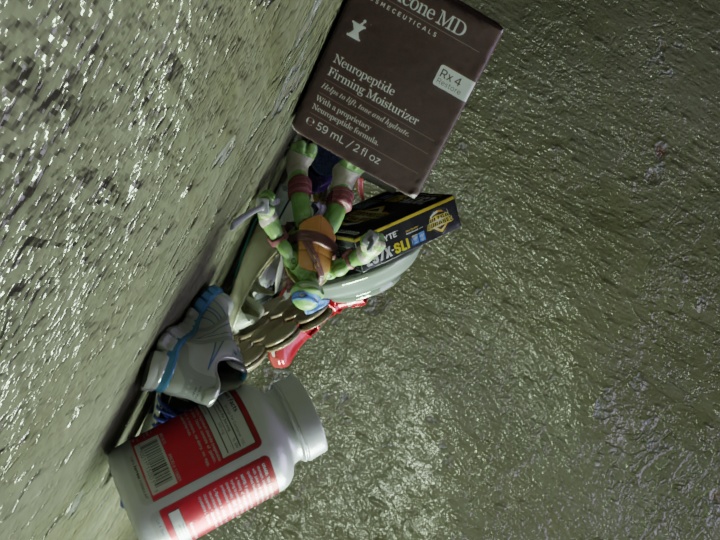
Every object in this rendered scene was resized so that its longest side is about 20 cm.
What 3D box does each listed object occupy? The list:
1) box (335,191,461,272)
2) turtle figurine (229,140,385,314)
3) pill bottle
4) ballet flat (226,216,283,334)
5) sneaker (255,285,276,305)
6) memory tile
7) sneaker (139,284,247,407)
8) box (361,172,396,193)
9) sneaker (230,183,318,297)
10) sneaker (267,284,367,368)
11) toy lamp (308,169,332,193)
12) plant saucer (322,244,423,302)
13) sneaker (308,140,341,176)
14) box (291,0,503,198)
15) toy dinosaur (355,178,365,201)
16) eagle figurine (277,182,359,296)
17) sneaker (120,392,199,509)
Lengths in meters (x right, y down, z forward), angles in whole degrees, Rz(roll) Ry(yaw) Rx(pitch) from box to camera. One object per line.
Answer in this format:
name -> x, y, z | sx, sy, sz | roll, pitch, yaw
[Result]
box -> 0.021, -0.058, 1.097 | 0.157, 0.051, 0.199 | -23, -165, -21
turtle figurine -> -0.043, -0.068, 0.922 | 0.202, 0.140, 0.198 | 69, 20, -54
pill bottle -> -0.137, 0.185, 0.791 | 0.197, 0.114, 0.112 | -24, 170, -18
ballet flat -> -0.143, 0.028, 1.030 | 0.203, 0.068, 0.070 | -62, -178, 23
sneaker -> -0.146, 0.038, 1.189 | 0.203, 0.080, 0.074 | -62, -178, 17
memory tile -> -0.127, 0.080, 1.034 | 0.152, 0.017, 0.199 | -35, -165, -22
sneaker -> -0.150, 0.083, 0.808 | 0.076, 0.085, 0.201 | -63, -176, 20
box -> 0.007, -0.194, 1.216 | 0.069, 0.081, 0.201 | -60, -154, 16
sneaker -> -0.122, -0.014, 1.097 | 0.203, 0.070, 0.073 | -63, -178, 15
sneaker -> -0.057, 0.055, 1.175 | 0.079, 0.113, 0.204 | 62, 43, -65
toy lamp -> -0.062, -0.167, 1.266 | 0.059, 0.057, 0.201 | -61, -177, 23
plant saucer -> 0.000, 0.000, 1.106 | 0.195, 0.051, 0.201 | -18, -165, 5
sneaker -> -0.024, -0.229, 1.132 | 0.203, 0.069, 0.078 | -63, -164, 2
box -> 0.044, -0.224, 0.913 | 0.203, 0.163, 0.165 | -62, -178, 20
toy dinosaur -> 0.018, -0.250, 1.407 | 0.179, 0.200, 0.107 | -25, -141, 28
eagle figurine -> -0.082, -0.057, 1.300 | 0.150, 0.152, 0.201 | -38, -162, 25
sneaker -> -0.205, 0.166, 0.868 | 0.116, 0.079, 0.203 | 114, -5, -67
